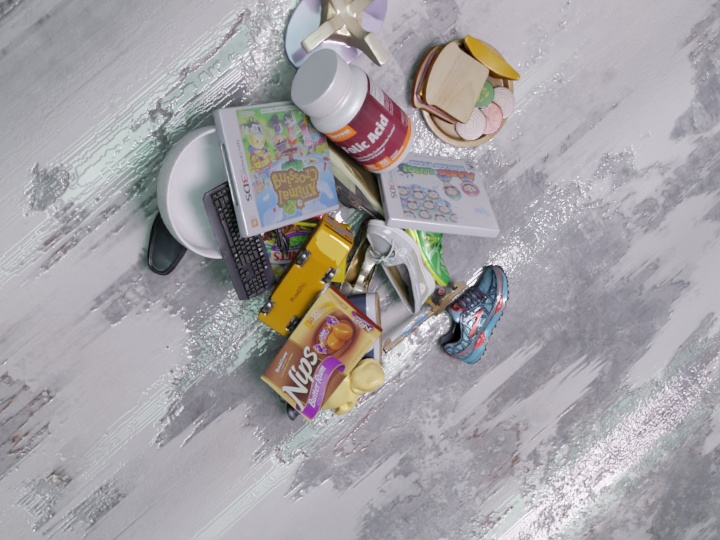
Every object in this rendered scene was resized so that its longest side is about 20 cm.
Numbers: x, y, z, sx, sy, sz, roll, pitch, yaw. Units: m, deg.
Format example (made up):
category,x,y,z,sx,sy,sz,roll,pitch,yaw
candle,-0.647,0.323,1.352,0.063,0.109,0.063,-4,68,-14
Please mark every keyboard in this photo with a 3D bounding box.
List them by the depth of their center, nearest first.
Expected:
category,x,y,z,sx,sy,sz,roll,pitch,yaw
keyboard,-0.167,-0.057,0.905,0.127,0.020,0.203,-38,132,-32

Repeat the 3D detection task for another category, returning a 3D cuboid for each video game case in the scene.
category,x,y,z,sx,sy,sz,roll,pitch,yaw
video game case,-0.122,-0.164,0.887,0.198,0.022,0.186,-23,107,-44
video game case,0.127,-0.137,0.990,0.196,0.184,0.024,5,138,-15

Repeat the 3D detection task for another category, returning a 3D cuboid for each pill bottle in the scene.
category,x,y,z,sx,sy,sz,roll,pitch,yaw
pill bottle,-0.010,-0.249,0.908,0.199,0.114,0.115,29,95,-47

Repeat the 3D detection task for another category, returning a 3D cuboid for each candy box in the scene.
category,x,y,z,sx,sy,sz,roll,pitch,yaw
candy box,-0.067,0.140,0.956,0.116,0.056,0.201,40,111,5
candy box,-0.120,-0.040,0.990,0.196,0.027,0.104,6,113,-1

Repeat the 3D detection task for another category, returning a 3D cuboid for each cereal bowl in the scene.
category,x,y,z,sx,sy,sz,roll,pitch,yaw
cereal bowl,-0.227,-0.124,0.886,0.198,0.083,0.204,-21,120,-41

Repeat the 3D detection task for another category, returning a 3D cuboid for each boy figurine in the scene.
category,x,y,z,sx,sy,sz,roll,pitch,yaw
boy figurine,-0.051,0.204,1.034,0.197,0.065,0.126,-22,106,16

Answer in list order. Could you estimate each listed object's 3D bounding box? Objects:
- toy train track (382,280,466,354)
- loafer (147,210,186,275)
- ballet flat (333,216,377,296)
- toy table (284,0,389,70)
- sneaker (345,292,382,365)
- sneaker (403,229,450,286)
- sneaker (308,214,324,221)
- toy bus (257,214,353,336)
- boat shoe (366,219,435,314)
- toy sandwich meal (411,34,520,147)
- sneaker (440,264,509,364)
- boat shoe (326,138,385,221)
category,x,y,z,sx,sy,sz,roll,pitch,yaw
toy train track,0.114,0.079,1.069,0.199,0.115,0.033,-39,73,-12
loafer,-0.302,-0.086,0.940,0.067,0.070,0.204,21,97,-14
ballet flat,0.000,0.000,1.032,0.067,0.075,0.203,19,97,-19
toy table,-0.028,-0.401,0.914,0.183,0.117,0.201,39,90,-19
sneaker,-0.015,0.114,1.039,0.106,0.071,0.202,-3,137,3
sneaker,0.127,-0.061,1.050,0.083,0.074,0.202,-26,107,-2
sneaker,-0.121,-0.153,0.961,0.073,0.087,0.202,-31,108,-5
toy bus,-0.092,0.010,0.952,0.065,0.079,0.201,32,110,-13
boat shoe,0.066,-0.007,0.987,0.065,0.074,0.203,-59,136,-25
toy sandwich meal,0.191,-0.316,1.010,0.201,0.070,0.209,-3,103,-13
sneaker,0.216,0.080,1.102,0.094,0.079,0.203,18,98,-15
boat shoe,-0.010,-0.140,0.995,0.201,0.072,0.066,46,118,-3
